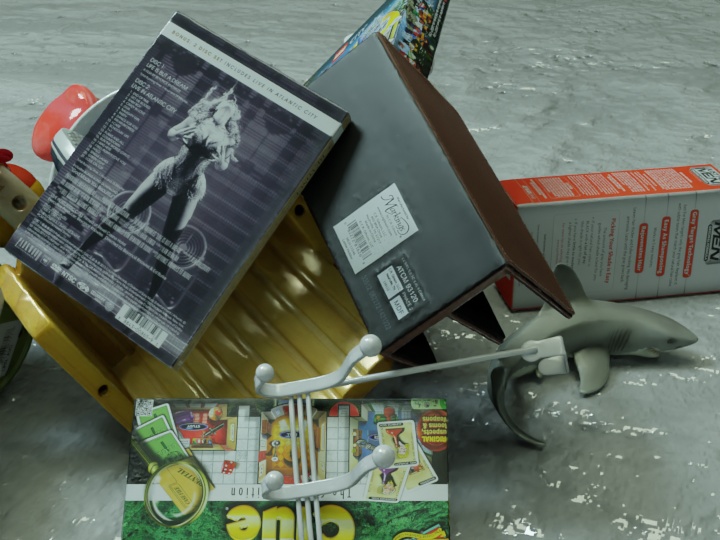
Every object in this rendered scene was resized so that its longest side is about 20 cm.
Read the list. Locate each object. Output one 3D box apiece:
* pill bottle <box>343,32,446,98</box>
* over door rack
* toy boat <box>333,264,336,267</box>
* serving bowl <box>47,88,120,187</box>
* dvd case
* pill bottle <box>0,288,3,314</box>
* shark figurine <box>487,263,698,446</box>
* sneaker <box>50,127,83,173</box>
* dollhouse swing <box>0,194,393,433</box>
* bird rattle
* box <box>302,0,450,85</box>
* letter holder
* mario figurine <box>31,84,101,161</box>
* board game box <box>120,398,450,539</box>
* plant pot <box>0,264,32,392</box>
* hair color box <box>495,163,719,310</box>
[{"bbox_3d":[0.025,-0.116,1.087,0.110,0.201,0.111,0,24,0],"label":"pill bottle"},{"bbox_3d":[0.040,0.113,0.678,0.199,0.067,0.148,-5,65,-2],"label":"over door rack"},{"bbox_3d":[0.000,0.000,0.945,0.199,0.131,0.131,-27,16,22],"label":"toy boat"},{"bbox_3d":[-0.174,-0.067,1.049,0.199,0.201,0.066,3,-10,7],"label":"serving bowl"},{"bbox_3d":[-0.121,-0.057,0.769,0.148,0.200,0.016,32,-7,17],"label":"dvd case"},{"bbox_3d":[-0.286,0.085,0.713,0.112,0.113,0.201,2,49,6],"label":"pill bottle"},{"bbox_3d":[0.145,0.044,0.888,0.214,0.090,0.128,-19,30,-37],"label":"shark figurine"},{"bbox_3d":[-0.210,-0.030,0.974,0.200,0.079,0.078,49,11,20],"label":"sneaker"},{"bbox_3d":[-0.107,0.019,0.783,0.200,0.182,0.176,-42,33,-6],"label":"dollhouse swing"},{"bbox_3d":[-0.268,-0.048,0.864,0.113,0.200,0.163,-61,23,-15],"label":"bird rattle"},{"bbox_3d":[-0.013,-0.140,0.952,0.038,0.200,0.137,38,39,-17],"label":"box"},{"bbox_3d":[0.045,-0.036,0.801,0.142,0.100,0.201,28,31,-56],"label":"letter holder"},{"bbox_3d":[-0.227,-0.122,1.148,0.199,0.106,0.123,-9,-17,-38],"label":"mario figurine"},{"bbox_3d":[-0.044,0.130,0.720,0.199,0.023,0.105,-1,66,1],"label":"board game box"},{"bbox_3d":[-0.352,0.018,0.877,0.199,0.188,0.187,25,32,14],"label":"plant pot"},{"bbox_3d":[0.221,-0.030,1.020,0.199,0.102,0.061,-4,26,-9],"label":"hair color box"}]
